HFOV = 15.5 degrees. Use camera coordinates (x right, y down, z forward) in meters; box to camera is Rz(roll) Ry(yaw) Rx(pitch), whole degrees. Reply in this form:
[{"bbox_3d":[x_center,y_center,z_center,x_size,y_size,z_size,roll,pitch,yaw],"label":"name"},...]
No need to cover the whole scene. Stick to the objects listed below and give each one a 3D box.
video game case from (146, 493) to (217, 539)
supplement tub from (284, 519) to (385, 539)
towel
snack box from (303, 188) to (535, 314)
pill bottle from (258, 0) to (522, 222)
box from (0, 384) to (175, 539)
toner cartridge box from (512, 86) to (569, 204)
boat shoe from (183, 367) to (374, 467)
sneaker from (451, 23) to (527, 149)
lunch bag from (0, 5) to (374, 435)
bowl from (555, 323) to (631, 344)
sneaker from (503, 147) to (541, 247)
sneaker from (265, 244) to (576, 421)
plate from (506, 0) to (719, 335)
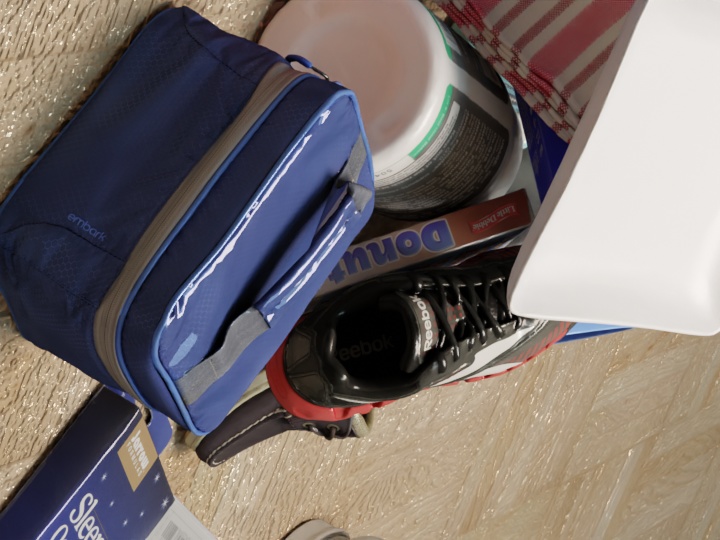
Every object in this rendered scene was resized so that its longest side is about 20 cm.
[{"bbox_3d":[-0.148,0.239,1.664,0.182,0.022,0.200,-57,159,-11],"label":"video game case"},{"bbox_3d":[0.023,0.274,1.845,0.144,0.200,0.145,-48,155,-30],"label":"supplement tub"},{"bbox_3d":[0.111,-0.169,1.523,0.146,0.200,0.030,-45,-177,-39],"label":"towel"},{"bbox_3d":[0.000,0.000,1.527,0.200,0.024,0.072,-18,172,-16],"label":"snack box"},{"bbox_3d":[0.022,-0.090,1.514,0.113,0.113,0.200,-61,158,0],"label":"pill bottle"},{"bbox_3d":[-0.164,0.148,1.502,0.200,0.032,0.121,-54,157,-22],"label":"box"},{"bbox_3d":[0.137,-0.132,1.590,0.043,0.095,0.200,100,-18,-61],"label":"toner cartridge box"},{"bbox_3d":[-0.013,0.071,1.592,0.200,0.065,0.072,-31,171,10],"label":"boat shoe"},{"bbox_3d":[0.144,-0.124,1.674,0.078,0.199,0.087,-104,-167,-56],"label":"sneaker"},{"bbox_3d":[-0.075,-0.026,1.346,0.200,0.132,0.136,-54,158,-17],"label":"lunch bag"},{"bbox_3d":[0.077,0.034,1.711,0.201,0.200,0.039,-1,81,-66],"label":"bowl"},{"bbox_3d":[0.078,-0.018,1.694,0.200,0.073,0.112,-80,-177,-60],"label":"sneaker"},{"bbox_3d":[0.047,0.031,1.497,0.200,0.071,0.098,-17,174,-14],"label":"sneaker"},{"bbox_3d":[0.175,-0.062,1.482,0.200,0.032,0.200,7,112,-46],"label":"plate"}]
